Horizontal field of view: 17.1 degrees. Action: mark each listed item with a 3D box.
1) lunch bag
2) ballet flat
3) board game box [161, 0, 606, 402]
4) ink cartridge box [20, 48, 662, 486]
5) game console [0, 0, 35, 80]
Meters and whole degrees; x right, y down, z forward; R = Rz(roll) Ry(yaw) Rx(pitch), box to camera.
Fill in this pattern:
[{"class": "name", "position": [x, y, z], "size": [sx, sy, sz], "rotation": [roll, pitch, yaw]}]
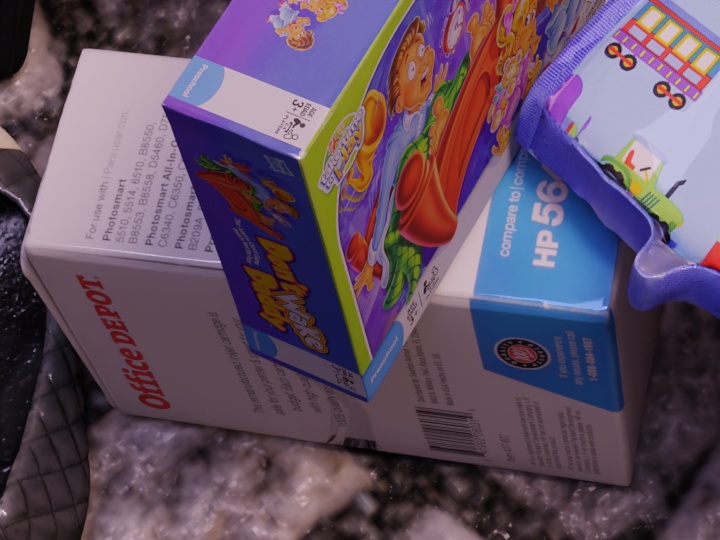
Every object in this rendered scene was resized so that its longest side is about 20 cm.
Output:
[{"class": "lunch bag", "position": [0.156, -0.053, 0.727], "size": [0.200, 0.094, 0.150], "rotation": [-39, 65, -18]}, {"class": "ballet flat", "position": [-0.138, 0.020, 0.901], "size": [0.066, 0.057, 0.201], "rotation": [-16, 64, 2]}, {"class": "board game box", "position": [0.023, -0.080, 0.714], "size": [0.044, 0.135, 0.201], "rotation": [22, 66, 21]}, {"class": "ink cartridge box", "position": [0.000, 0.000, 0.835], "size": [0.198, 0.146, 0.085], "rotation": [8, 66, 13]}, {"class": "game console", "position": [-0.164, -0.210, 0.987], "size": [0.200, 0.177, 0.116], "rotation": [38, 45, 24]}]
